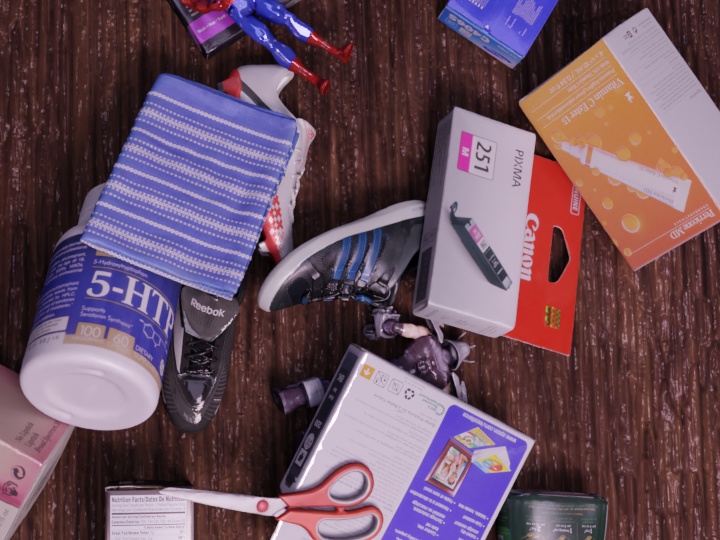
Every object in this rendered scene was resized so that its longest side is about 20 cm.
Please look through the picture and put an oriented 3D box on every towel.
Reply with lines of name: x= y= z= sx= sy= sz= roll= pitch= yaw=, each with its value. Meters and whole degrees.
towel: x=-0.145 y=-0.081 z=1.184 sx=0.143 sy=0.024 sz=0.201 roll=21 pitch=56 yaw=-4

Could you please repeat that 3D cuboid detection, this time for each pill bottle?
pill bottle: x=-0.220 y=0.026 z=1.181 sx=0.118 sy=0.120 sz=0.202 roll=11 pitch=54 yaw=-7

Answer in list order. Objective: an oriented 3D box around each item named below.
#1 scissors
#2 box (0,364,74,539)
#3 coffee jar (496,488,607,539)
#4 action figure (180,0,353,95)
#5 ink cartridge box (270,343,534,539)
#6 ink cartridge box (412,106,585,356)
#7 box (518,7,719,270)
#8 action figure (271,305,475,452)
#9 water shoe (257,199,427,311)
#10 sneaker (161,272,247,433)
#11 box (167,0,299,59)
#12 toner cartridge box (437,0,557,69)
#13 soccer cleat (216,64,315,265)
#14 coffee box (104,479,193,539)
scissors: x=-0.074 y=0.210 z=1.153 sx=0.198 sy=0.014 sz=0.074 roll=-4 pitch=100 yaw=-20
box: x=-0.363 y=0.137 z=1.157 sx=0.199 sy=0.128 sz=0.110 roll=29 pitch=105 yaw=-5
coffee jar: x=0.175 y=0.308 z=1.255 sx=0.103 sy=0.085 sz=0.203 roll=5 pitch=82 yaw=-11
action figure: x=-0.101 y=-0.248 z=1.233 sx=0.199 sy=0.099 sz=0.066 roll=33 pitch=80 yaw=2
ink cartridge box: x=0.032 y=0.199 z=1.218 sx=0.197 sy=0.043 sz=0.202 roll=29 pitch=86 yaw=-21
ink cartridge box: x=0.144 y=-0.035 z=1.273 sx=0.172 sy=0.044 sz=0.202 roll=15 pitch=70 yaw=-18
box: x=0.268 y=-0.124 z=1.282 sx=0.097 sy=0.124 sz=0.201 roll=-35 pitch=89 yaw=-43
action figure: x=0.020 y=0.104 z=1.266 sx=0.198 sy=0.069 sz=0.131 roll=-21 pitch=80 yaw=-14
water shoe: x=0.000 y=0.000 z=1.249 sx=0.199 sy=0.072 sz=0.079 roll=-27 pitch=71 yaw=-22
sneaker: x=-0.144 y=0.048 z=1.233 sx=0.066 sy=0.090 sz=0.202 roll=12 pitch=82 yaw=-6
box: x=-0.146 y=-0.327 z=1.302 sx=0.142 sy=0.036 sz=0.201 roll=-33 pitch=91 yaw=-11
toner cartridge box: x=0.168 y=-0.313 z=1.343 sx=0.094 sy=0.043 sz=0.201 roll=32 pitch=80 yaw=-3
soccer cleat: x=-0.078 y=-0.101 z=1.272 sx=0.084 sy=0.069 sz=0.202 roll=-13 pitch=81 yaw=-5
coffee box: x=-0.188 y=0.289 z=1.189 sx=0.079 sy=0.113 sz=0.203 roll=0 pitch=83 yaw=-9
